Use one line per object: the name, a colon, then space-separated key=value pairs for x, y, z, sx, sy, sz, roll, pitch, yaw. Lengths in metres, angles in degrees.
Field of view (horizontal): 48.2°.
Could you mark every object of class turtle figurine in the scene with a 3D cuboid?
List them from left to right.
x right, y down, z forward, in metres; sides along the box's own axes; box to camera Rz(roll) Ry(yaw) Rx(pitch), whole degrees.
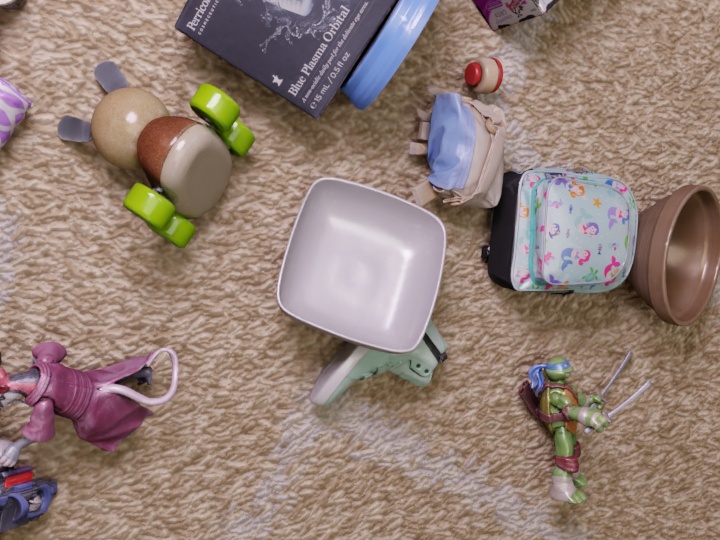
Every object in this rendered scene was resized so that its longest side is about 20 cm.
turtle figurine: x=0.333 y=0.224 z=1.154 sx=0.197 sy=0.144 sz=0.197 roll=-1 pitch=100 yaw=-15

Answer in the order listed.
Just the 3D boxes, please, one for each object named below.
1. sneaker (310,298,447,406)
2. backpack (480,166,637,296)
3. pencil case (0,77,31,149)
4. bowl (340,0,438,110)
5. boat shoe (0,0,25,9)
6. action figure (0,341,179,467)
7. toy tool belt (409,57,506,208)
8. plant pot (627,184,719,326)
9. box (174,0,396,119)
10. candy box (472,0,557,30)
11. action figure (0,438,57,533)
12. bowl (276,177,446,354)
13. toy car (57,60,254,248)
sneaker: x=0.033 y=0.134 z=1.077 sx=0.200 sy=0.074 sz=0.118 roll=-44 pitch=100 yaw=-12
backpack: x=0.290 y=-0.053 z=1.115 sx=0.197 sy=0.150 sz=0.180 roll=3 pitch=93 yaw=-23
pencil case: x=-0.453 y=-0.136 z=0.891 sx=0.085 sy=0.084 sz=0.201 roll=34 pitch=82 yaw=11
bowl: x=0.039 y=-0.290 z=0.972 sx=0.039 sy=0.200 sz=0.202 roll=30 pitch=86 yaw=-12
boat shoe: x=-0.413 y=-0.392 z=0.886 sx=0.071 sy=0.060 sz=0.205 roll=-12 pitch=98 yaw=-6
action figure: x=-0.323 y=0.146 z=0.909 sx=0.199 sy=0.147 sz=0.136 roll=29 pitch=49 yaw=-54
toy tool belt: x=0.125 y=-0.182 z=1.055 sx=0.121 sy=0.124 sz=0.203 roll=0 pitch=95 yaw=-27
plant pot: x=0.446 y=-0.026 z=1.174 sx=0.199 sy=0.092 sz=0.204 roll=-12 pitch=108 yaw=-44
box: x=-0.078 y=-0.321 z=0.932 sx=0.198 sy=0.118 sz=0.197 roll=30 pitch=117 yaw=-17
candy box: x=0.259 y=-0.413 z=1.067 sx=0.200 sy=0.136 sz=0.061 roll=-45 pitch=108 yaw=-9
action figure: x=-0.445 y=0.278 z=0.902 sx=0.103 sy=0.200 sz=0.196 roll=21 pitch=83 yaw=14
bowl: x=0.000 y=0.000 z=1.024 sx=0.197 sy=0.075 sz=0.202 roll=19 pitch=70 yaw=-6
toy car: x=-0.255 y=-0.155 z=0.947 sx=0.199 sy=0.158 sz=0.165 roll=31 pitch=81 yaw=10
